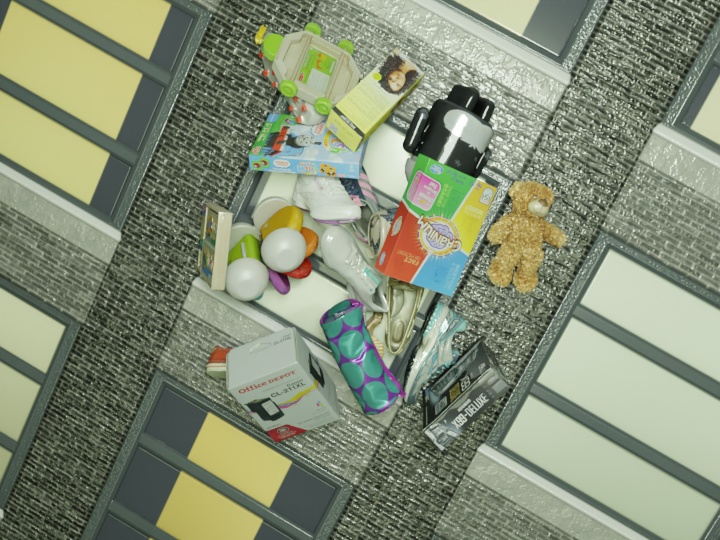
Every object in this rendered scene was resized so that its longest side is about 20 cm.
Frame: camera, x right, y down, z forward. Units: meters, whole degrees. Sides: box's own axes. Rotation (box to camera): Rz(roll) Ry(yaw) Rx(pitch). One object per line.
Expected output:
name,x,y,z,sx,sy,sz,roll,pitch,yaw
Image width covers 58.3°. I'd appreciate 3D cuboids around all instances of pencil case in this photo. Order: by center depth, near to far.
pencil case,0.104,-0.070,1.154,0.195,0.078,0.092,-7,119,-21
pencil case,0.002,0.157,1.184,0.091,0.085,0.204,-24,98,13

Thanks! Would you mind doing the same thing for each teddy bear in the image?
teddy bear,0.299,-0.058,1.176,0.143,0.067,0.203,31,100,0

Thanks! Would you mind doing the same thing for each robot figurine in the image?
robot figurine,0.157,-0.222,1.148,0.148,0.125,0.204,28,99,6

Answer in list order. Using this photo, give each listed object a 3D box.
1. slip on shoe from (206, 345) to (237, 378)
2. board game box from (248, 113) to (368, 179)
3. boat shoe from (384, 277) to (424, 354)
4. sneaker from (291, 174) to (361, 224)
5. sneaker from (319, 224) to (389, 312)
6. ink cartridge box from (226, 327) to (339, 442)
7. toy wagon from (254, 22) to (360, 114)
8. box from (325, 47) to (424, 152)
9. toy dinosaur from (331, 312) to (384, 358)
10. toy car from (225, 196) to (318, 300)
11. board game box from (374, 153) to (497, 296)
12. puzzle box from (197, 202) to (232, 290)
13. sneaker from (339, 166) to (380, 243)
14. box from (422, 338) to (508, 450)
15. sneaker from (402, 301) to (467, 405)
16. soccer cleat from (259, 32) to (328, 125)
slip on shoe,-0.203,0.175,1.268,0.194,0.075,0.063,0,64,2
board game box,-0.087,-0.227,1.167,0.194,0.153,0.037,6,131,5
boat shoe,0.081,0.054,1.217,0.071,0.063,0.207,12,98,5
sneaker,-0.065,-0.143,1.154,0.073,0.199,0.102,-4,112,-36
sneaker,0.000,0.000,1.167,0.076,0.087,0.202,-49,132,-20
ink cartridge box,-0.143,0.217,1.201,0.142,0.084,0.202,-21,134,9
toy wagon,-0.097,-0.370,1.155,0.196,0.040,0.158,24,62,-10
box,0.027,-0.303,1.137,0.075,0.050,0.201,40,64,0
toy dinosaur,-0.005,0.162,1.244,0.098,0.058,0.206,10,98,5
toy car,-0.165,-0.023,1.209,0.198,0.177,0.150,-35,128,9
board game box,0.128,-0.073,1.095,0.150,0.040,0.205,16,102,-28
puzzle box,-0.270,-0.050,1.188,0.025,0.199,0.137,5,98,-22
sneaker,-0.011,-0.144,1.197,0.069,0.082,0.203,-28,92,12
box,0.181,0.214,1.154,0.050,0.200,0.158,44,100,-2
sneaker,0.140,0.168,1.217,0.084,0.078,0.205,22,99,1
soccer cleat,-0.122,-0.354,1.202,0.069,0.076,0.203,-45,70,47
